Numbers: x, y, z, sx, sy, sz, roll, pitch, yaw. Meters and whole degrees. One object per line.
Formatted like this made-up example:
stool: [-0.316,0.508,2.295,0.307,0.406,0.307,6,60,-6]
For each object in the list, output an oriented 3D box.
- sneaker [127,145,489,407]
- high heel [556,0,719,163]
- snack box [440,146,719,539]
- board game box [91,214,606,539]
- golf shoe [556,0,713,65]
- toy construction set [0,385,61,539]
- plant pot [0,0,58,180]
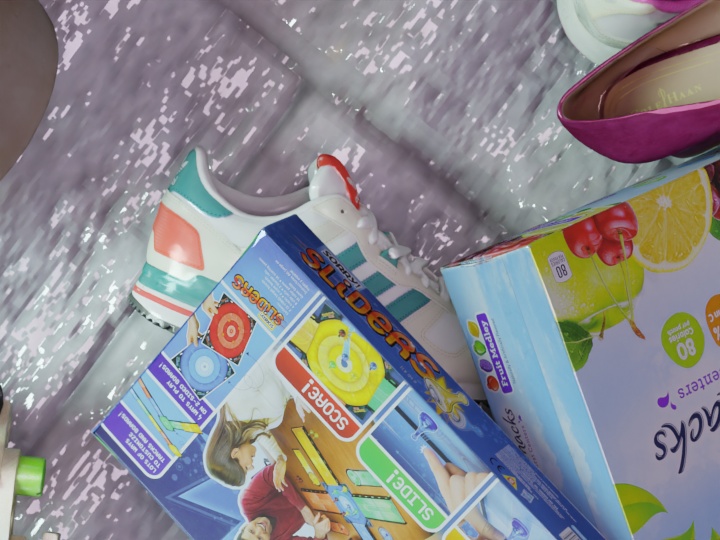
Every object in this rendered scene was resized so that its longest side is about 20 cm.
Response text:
sneaker: [-0.001,0.000,1.198,0.199,0.070,0.094,14,96,-6]
high heel: [0.180,-0.106,1.146,0.200,0.096,0.068,-40,65,30]
snack box: [0.149,0.042,1.178,0.199,0.068,0.169,-22,94,-38]
board game box: [-0.006,0.094,1.130,0.200,0.034,0.135,47,117,9]
golf shoe: [0.186,-0.159,1.207,0.199,0.092,0.076,-32,86,-7]
toy construction set: [-0.214,0.108,1.161,0.199,0.092,0.132,13,66,-16]
plant pot: [-0.227,-0.107,1.105,0.173,0.200,0.200,38,86,-39]
